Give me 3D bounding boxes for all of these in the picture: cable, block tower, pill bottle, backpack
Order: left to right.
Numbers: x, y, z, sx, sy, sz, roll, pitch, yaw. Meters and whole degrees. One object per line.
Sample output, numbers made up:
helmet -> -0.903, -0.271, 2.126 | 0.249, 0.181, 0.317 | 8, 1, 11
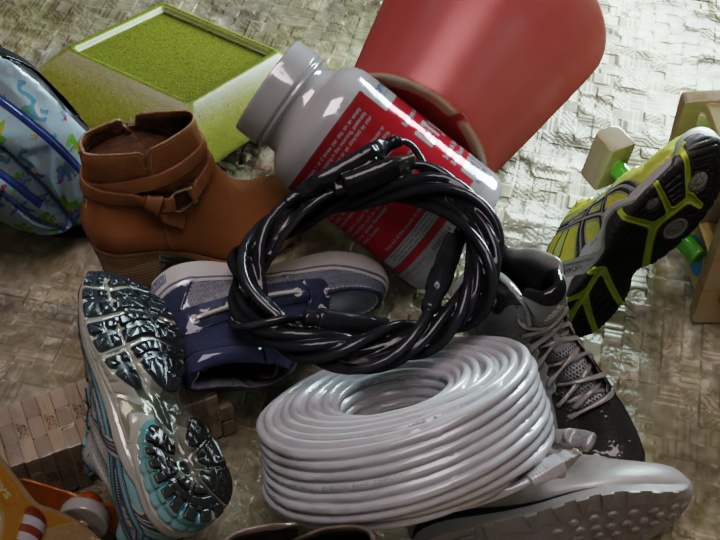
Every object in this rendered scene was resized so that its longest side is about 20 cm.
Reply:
backpack -> -0.297, -0.111, 0.940 | 0.162, 0.201, 0.154 | 29, 63, 22
block tower -> -0.193, 0.115, 0.844 | 0.198, 0.054, 0.058 | -19, 51, -17
cable -> 0.000, 0.000, 0.825 | 0.199, 0.051, 0.164 | -30, 67, -15
pill bottle -> 0.005, -0.086, 0.931 | 0.199, 0.112, 0.113 | 37, 54, -5
cable -> 0.027, 0.104, 0.780 | 0.198, 0.070, 0.199 | -19, 14, -23

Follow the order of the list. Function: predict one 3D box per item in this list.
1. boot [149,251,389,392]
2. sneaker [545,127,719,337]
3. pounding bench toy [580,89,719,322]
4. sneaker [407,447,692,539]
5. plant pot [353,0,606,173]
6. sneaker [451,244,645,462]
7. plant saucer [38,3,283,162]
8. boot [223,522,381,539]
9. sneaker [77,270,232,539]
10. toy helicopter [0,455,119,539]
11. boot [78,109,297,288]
boot -> -0.055, 0.043, 0.876 | 0.198, 0.073, 0.091 | -5, 52, -30
sneaker -> 0.192, -0.038, 0.891 | 0.075, 0.200, 0.077 | 17, 37, -34
pounding bench toy -> 0.286, -0.044, 0.936 | 0.197, 0.125, 0.157 | -2, 49, -2
sneaker -> 0.126, 0.149, 0.803 | 0.197, 0.077, 0.081 | -6, 42, -3
plant pot -> 0.087, -0.175, 1.016 | 0.199, 0.201, 0.178 | 24, 61, 19
sneaker -> 0.137, 0.059, 0.835 | 0.075, 0.116, 0.201 | -31, 69, -20
plant saucer -> -0.170, -0.180, 1.069 | 0.199, 0.048, 0.200 | 25, 39, 20
boot -> -0.073, 0.206, 0.704 | 0.198, 0.147, 0.071 | -13, 52, -11
sneaker -> -0.160, 0.093, 0.779 | 0.077, 0.086, 0.201 | 12, 46, -47
toy helicopter -> -0.213, 0.158, 0.755 | 0.201, 0.079, 0.132 | 55, 31, 0
boot -> -0.125, -0.070, 0.935 | 0.198, 0.156, 0.074 | -23, 53, -19
